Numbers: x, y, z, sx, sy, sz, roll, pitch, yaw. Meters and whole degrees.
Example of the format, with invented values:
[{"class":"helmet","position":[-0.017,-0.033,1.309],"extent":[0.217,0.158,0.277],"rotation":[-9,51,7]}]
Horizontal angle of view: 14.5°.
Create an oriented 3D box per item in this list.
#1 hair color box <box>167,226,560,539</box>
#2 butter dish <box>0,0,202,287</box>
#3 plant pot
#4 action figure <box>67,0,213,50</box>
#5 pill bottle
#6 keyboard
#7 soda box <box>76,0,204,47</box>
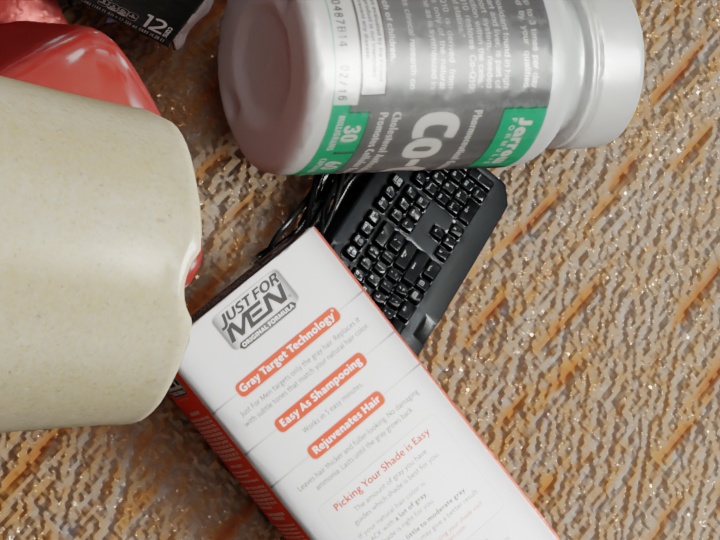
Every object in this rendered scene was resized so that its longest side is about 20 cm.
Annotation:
[{"class":"hair color box","position":[-0.005,0.088,1.395],"extent":[0.102,0.061,0.200],"rotation":[-39,95,-14]},{"class":"butter dish","position":[-0.148,-0.031,1.315],"extent":[0.200,0.148,0.199],"rotation":[-36,112,-42]},{"class":"plant pot","position":[-0.171,-0.008,1.160],"extent":[0.183,0.200,0.200],"rotation":[5,70,-24]},{"class":"action figure","position":[-0.137,-0.199,1.442],"extent":[0.200,0.105,0.194],"rotation":[-16,69,-27]},{"class":"pill bottle","position":[0.038,-0.108,1.452],"extent":[0.200,0.113,0.113],"rotation":[-4,73,-28]},{"class":"keyboard","position":[0.000,0.000,1.461],"extent":[0.104,0.040,0.200],"rotation":[36,62,-8]},{"class":"soda box","position":[-0.158,-0.189,1.339],"extent":[0.200,0.063,0.071],"rotation":[26,53,-15]}]
